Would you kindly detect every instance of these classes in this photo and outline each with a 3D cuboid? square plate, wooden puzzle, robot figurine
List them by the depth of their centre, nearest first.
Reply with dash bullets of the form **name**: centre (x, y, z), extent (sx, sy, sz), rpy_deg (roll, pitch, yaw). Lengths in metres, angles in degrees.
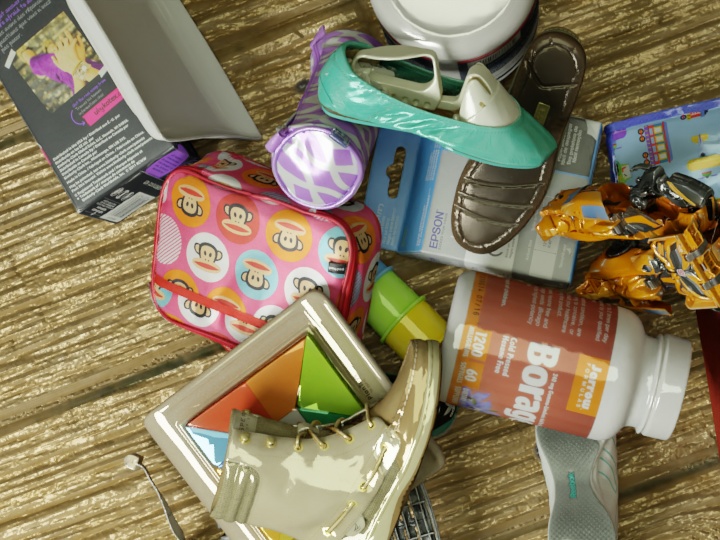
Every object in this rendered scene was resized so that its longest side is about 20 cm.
- **robot figurine**: centre (0.233, -0.016, 1.251), extent (0.058, 0.199, 0.145), rpy_deg (-43, 111, -20)
- **wooden puzzle**: centre (-0.057, 0.144, 1.308), extent (0.199, 0.037, 0.186), rpy_deg (-36, 94, 12)
- **square plate**: centre (-0.181, -0.191, 1.362), extent (0.028, 0.200, 0.199), rpy_deg (-33, 83, 20)

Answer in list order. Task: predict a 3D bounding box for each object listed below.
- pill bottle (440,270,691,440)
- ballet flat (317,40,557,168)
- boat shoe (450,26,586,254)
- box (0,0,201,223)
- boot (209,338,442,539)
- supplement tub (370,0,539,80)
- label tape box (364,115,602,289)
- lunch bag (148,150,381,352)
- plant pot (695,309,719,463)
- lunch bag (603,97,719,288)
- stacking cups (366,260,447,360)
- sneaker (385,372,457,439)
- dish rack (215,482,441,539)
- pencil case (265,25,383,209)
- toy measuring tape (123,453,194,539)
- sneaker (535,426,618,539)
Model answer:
- **pill bottle**: centre (0.166, 0.075, 1.294), extent (0.198, 0.112, 0.113), rpy_deg (13, 87, 4)
- **ballet flat**: centre (0.064, -0.135, 1.233), extent (0.198, 0.071, 0.068), rpy_deg (15, 43, 1)
- **boat shoe**: centre (0.137, -0.109, 1.316), extent (0.071, 0.076, 0.201), rpy_deg (26, 110, -2)
- **box**: centre (-0.243, -0.156, 1.399), extent (0.106, 0.122, 0.201), rpy_deg (-32, 82, 4)
- **boot**: centre (-0.028, 0.130, 1.253), extent (0.154, 0.073, 0.202), rpy_deg (19, 106, -3)
- **supplement tub**: centre (0.082, -0.230, 1.328), extent (0.139, 0.200, 0.142), rpy_deg (0, 85, 6)
- **label tape box**: centre (0.103, -0.075, 1.383), extent (0.198, 0.066, 0.145), rpy_deg (12, 87, 6)
- **lunch bag**: centre (-0.086, 0.004, 1.366), extent (0.198, 0.082, 0.178), rpy_deg (20, 115, 21)
- **plant pot**: centre (0.393, 0.091, 1.281), extent (0.198, 0.176, 0.202), rpy_deg (-9, 84, 6)
- **lunch bag**: centre (0.304, -0.069, 1.345), extent (0.198, 0.094, 0.152), rpy_deg (-11, 87, 7)
- **stacking cups**: centre (0.000, 0.000, 1.392), extent (0.060, 0.061, 0.200), rpy_deg (-43, 81, 2)
- **sneaker**: centre (-0.014, 0.120, 1.369), extent (0.198, 0.080, 0.072), rpy_deg (-6, 76, 4)
- **dish rack**: centre (-0.026, 0.239, 1.364), extent (0.198, 0.055, 0.155), rpy_deg (-18, 85, 14)
- **pencil case**: centre (-0.024, -0.132, 1.337), extent (0.085, 0.201, 0.084), rpy_deg (29, 123, -8)
- **toy measuring tape**: centre (-0.175, 0.263, 1.387), extent (0.073, 0.074, 0.201), rpy_deg (-32, 83, 3)
- **sneaker**: centre (0.189, 0.177, 1.355), extent (0.070, 0.080, 0.202), rpy_deg (-3, 66, 14)
